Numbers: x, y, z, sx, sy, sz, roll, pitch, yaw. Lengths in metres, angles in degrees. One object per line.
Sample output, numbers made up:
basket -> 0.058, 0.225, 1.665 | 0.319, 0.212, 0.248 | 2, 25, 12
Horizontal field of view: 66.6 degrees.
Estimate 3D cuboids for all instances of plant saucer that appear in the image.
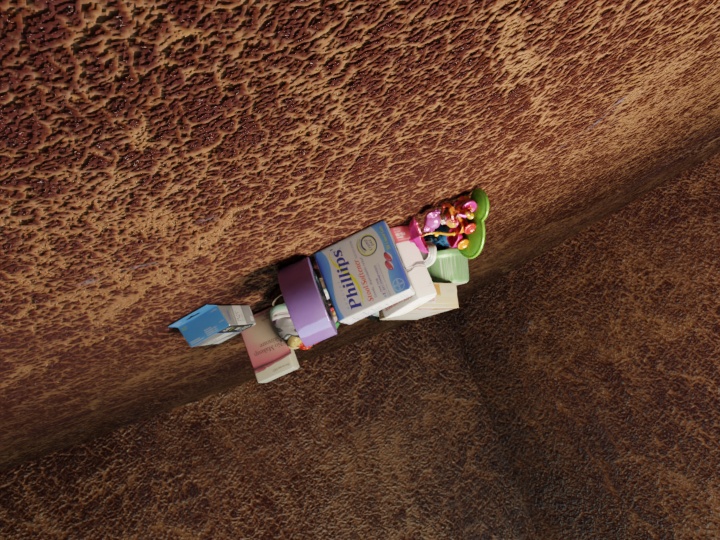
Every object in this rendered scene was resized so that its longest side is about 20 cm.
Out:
plant saucer -> -0.164, 0.047, 1.561 | 0.195, 0.035, 0.201 | -22, 168, -5

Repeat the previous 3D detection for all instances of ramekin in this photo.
ramekin -> 0.240, -0.001, 1.677 | 0.193, 0.101, 0.200 | -8, 175, -1

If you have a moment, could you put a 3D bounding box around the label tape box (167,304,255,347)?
label tape box -> -0.399, 0.150, 1.487 | 0.142, 0.065, 0.199 | -28, 168, 18

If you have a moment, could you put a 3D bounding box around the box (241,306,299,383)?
box -> -0.288, 0.235, 1.723 | 0.125, 0.205, 0.109 | -22, 169, -1

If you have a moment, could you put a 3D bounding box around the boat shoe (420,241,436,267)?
boat shoe -> 0.132, -0.045, 1.539 | 0.063, 0.077, 0.199 | -1, -176, -39

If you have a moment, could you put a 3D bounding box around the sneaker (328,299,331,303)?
sneaker -> -0.064, 0.074, 1.704 | 0.078, 0.076, 0.201 | -33, 160, -7

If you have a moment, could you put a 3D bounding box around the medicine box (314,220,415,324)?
medicine box -> 0.012, 0.008, 1.362 | 0.196, 0.187, 0.103 | -24, 168, 8

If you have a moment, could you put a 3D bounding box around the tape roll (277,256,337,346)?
tape roll -> -0.130, 0.076, 1.348 | 0.083, 0.205, 0.200 | -21, 168, -1

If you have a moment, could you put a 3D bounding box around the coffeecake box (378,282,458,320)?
coffeecake box -> 0.166, 0.093, 1.609 | 0.150, 0.075, 0.198 | 3, 165, -32

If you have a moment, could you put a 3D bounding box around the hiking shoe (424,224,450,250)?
hiking shoe -> 0.228, -0.087, 1.623 | 0.085, 0.076, 0.200 | -21, 168, -11

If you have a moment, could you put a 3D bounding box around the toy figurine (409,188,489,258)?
toy figurine -> 0.214, -0.115, 1.407 | 0.179, 0.153, 0.203 | -7, 141, -22

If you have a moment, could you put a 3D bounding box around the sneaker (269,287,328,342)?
sneaker -> -0.152, 0.143, 1.569 | 0.195, 0.143, 0.078 | -24, 168, 7

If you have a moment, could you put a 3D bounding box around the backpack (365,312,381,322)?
backpack -> 0.073, 0.051, 1.748 | 0.199, 0.170, 0.125 | -37, 158, 29

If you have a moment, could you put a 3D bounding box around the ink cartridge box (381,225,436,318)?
ink cartridge box -> 0.099, 0.005, 1.467 | 0.081, 0.205, 0.146 | -10, 163, -43

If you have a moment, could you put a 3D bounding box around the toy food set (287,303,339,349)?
toy food set -> -0.143, 0.177, 1.697 | 0.197, 0.049, 0.201 | -40, 158, -12
